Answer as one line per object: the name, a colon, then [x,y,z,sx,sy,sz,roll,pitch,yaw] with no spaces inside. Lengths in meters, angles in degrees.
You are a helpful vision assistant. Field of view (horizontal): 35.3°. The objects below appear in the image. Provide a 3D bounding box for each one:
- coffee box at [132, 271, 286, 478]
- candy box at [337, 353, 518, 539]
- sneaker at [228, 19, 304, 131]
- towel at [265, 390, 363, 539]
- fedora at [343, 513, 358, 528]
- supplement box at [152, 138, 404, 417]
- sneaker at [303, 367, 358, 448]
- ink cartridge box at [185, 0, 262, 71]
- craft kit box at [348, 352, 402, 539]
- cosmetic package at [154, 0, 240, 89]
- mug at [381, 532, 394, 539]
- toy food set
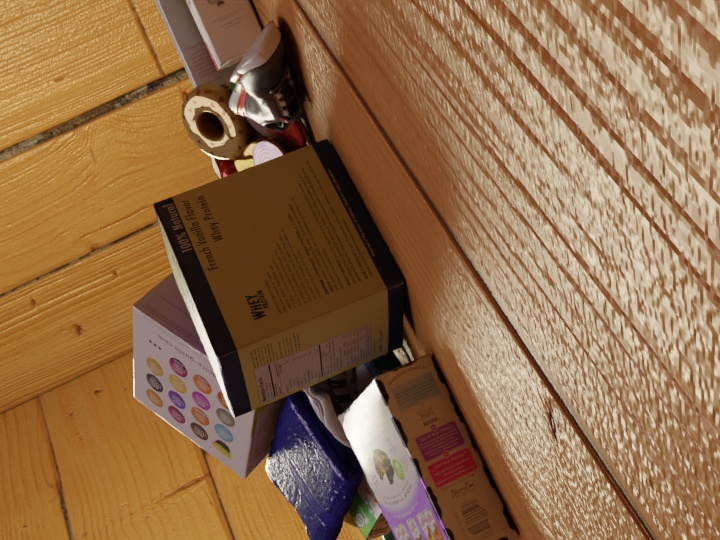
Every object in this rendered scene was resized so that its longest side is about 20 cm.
coffee box: [-0.158,0.102,1.471,0.198,0.200,0.199,32,141,17]
candy box: [0.064,0.210,1.176,0.202,0.071,0.168,64,159,12]
sneaker: [-0.088,-0.200,1.206,0.081,0.078,0.200,36,170,-2]
towel: [-0.054,0.242,1.392,0.148,0.049,0.201,52,149,24]
fedora: [-0.005,0.240,1.500,0.082,0.200,0.202,19,-141,-58]
supplement box: [-0.083,0.007,1.177,0.135,0.197,0.201,87,158,-57]
sneaker: [-0.013,0.106,1.284,0.201,0.113,0.076,57,-170,-14]
ink cartridge box: [-0.185,-0.351,1.368,0.116,0.067,0.202,-148,35,-80]
craft kit box: [0.005,0.188,1.378,0.201,0.048,0.199,55,134,32]
cosmetic package: [-0.202,-0.323,1.477,0.074,0.101,0.202,174,72,-83]
mug: [0.112,0.397,1.482,0.185,0.113,0.154,-129,16,-66]
toy food set: [-0.127,-0.141,1.380,0.196,0.048,0.202,1,116,44]
